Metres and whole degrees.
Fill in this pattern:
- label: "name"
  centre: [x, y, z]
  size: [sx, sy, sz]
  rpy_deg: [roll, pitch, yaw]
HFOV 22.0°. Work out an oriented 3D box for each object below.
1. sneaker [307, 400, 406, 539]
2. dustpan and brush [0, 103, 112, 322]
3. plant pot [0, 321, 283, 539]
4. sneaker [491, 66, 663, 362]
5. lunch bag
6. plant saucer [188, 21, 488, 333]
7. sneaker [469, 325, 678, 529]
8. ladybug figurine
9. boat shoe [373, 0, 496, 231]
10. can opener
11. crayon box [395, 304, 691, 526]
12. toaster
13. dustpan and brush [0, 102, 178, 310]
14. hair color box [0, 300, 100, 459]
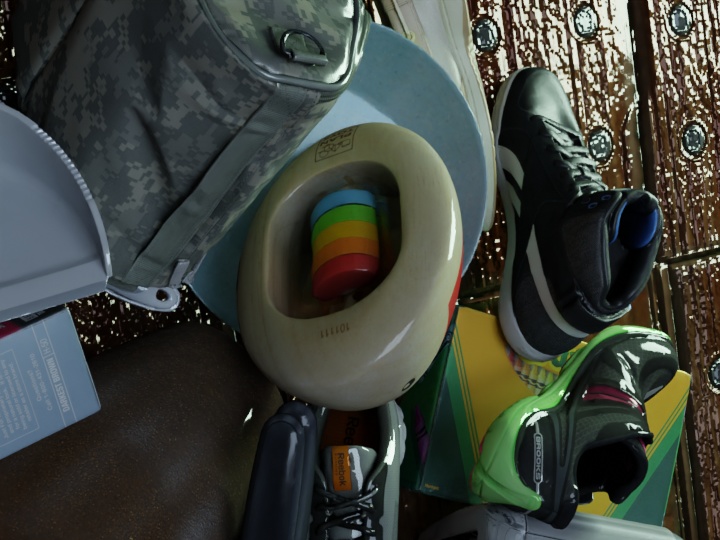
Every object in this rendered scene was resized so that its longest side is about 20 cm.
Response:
- label: "sneaker"
  centre: [-0.012, 0.145, 1.026]
  size: [0.073, 0.080, 0.202]
  rpy_deg: [1, 65, 2]
- label: "dustpan and brush"
  centre: [-0.217, -0.061, 0.939]
  size: [0.138, 0.201, 0.058]
  rpy_deg: [-16, 140, -13]
- label: "plant pot"
  centre: [-0.134, 0.124, 1.009]
  size: [0.200, 0.186, 0.188]
  rpy_deg: [-46, 113, -34]
- label: "sneaker"
  centre: [0.142, -0.051, 1.157]
  size: [0.073, 0.112, 0.202]
  rpy_deg: [15, 63, -33]
- label: "lunch bag"
  centre: [-0.089, -0.105, 0.962]
  size: [0.138, 0.200, 0.169]
  rpy_deg: [12, 51, -32]
- label: "plant saucer"
  centre: [-0.024, -0.051, 1.111]
  size: [0.199, 0.039, 0.203]
  rpy_deg: [0, 91, -8]
- label: "sneaker"
  centre: [0.142, 0.100, 1.116]
  size: [0.200, 0.083, 0.077]
  rpy_deg: [-35, 151, -46]
- label: "ladybug figurine"
  centre: [0.000, 0.000, 1.023]
  size: [0.072, 0.135, 0.201]
  rpy_deg: [54, 27, -39]
- label: "boat shoe"
  centre: [0.038, -0.117, 1.156]
  size: [0.068, 0.074, 0.202]
  rpy_deg: [-14, 103, -5]
- label: "can opener"
  centre: [-0.046, 0.168, 0.975]
  size: [0.078, 0.063, 0.202]
  rpy_deg: [5, 95, 1]
- label: "crayon box"
  centre: [0.115, 0.102, 1.207]
  size: [0.198, 0.058, 0.120]
  rpy_deg: [16, 83, -29]
- label: "toaster"
  centre: [0.108, 0.207, 1.146]
  size: [0.128, 0.200, 0.115]
  rpy_deg: [16, 73, -15]
- label: "dustpan and brush"
  centre: [-0.193, -0.021, 1.014]
  size: [0.199, 0.057, 0.141]
  rpy_deg: [25, 79, -28]
- label: "hair color box"
  centre: [-0.241, 0.073, 0.911]
  size: [0.199, 0.099, 0.061]
  rpy_deg: [-26, 114, -25]
